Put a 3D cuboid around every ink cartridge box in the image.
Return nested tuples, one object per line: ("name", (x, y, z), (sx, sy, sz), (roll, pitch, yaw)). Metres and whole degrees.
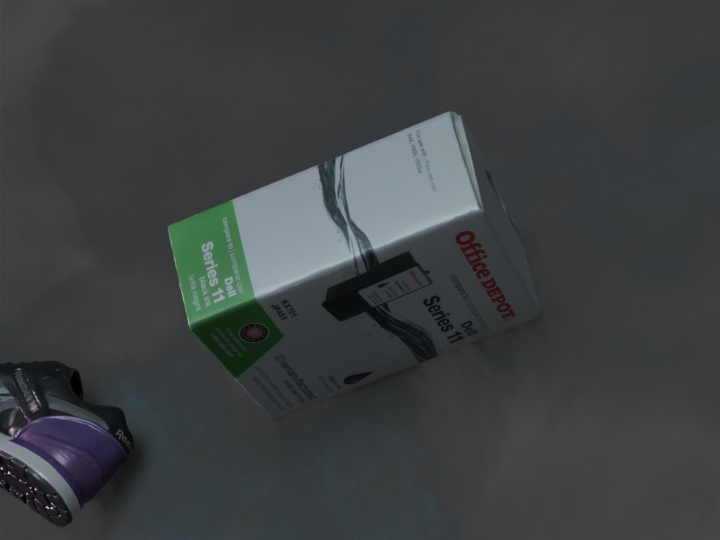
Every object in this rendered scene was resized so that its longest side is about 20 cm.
("ink cartridge box", (0.000, 0.000, 1.276), (0.199, 0.147, 0.083), (-22, 55, 10))

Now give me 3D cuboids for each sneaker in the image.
("sneaker", (-0.237, 0.096, 1.377), (0.199, 0.076, 0.088), (30, 60, 30))
